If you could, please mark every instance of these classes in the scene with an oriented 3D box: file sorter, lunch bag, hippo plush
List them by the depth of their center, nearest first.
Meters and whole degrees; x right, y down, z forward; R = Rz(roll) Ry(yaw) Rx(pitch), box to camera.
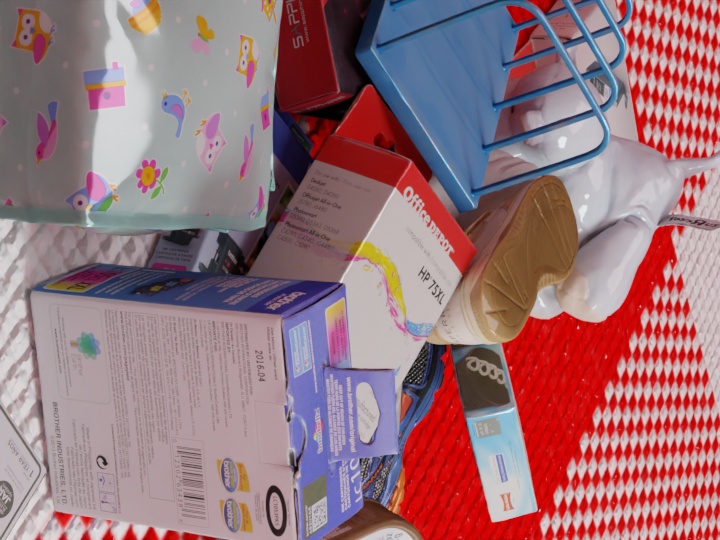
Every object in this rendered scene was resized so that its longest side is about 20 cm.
[{"bbox_3d":[-0.117,-0.104,1.196,0.200,0.122,0.171,-1,95,-54],"label":"lunch bag"},{"bbox_3d":[0.098,-0.166,1.420,0.139,0.122,0.200,54,33,-30],"label":"file sorter"},{"bbox_3d":[0.150,-0.066,1.611,0.161,0.199,0.160,47,49,-35],"label":"hippo plush"}]

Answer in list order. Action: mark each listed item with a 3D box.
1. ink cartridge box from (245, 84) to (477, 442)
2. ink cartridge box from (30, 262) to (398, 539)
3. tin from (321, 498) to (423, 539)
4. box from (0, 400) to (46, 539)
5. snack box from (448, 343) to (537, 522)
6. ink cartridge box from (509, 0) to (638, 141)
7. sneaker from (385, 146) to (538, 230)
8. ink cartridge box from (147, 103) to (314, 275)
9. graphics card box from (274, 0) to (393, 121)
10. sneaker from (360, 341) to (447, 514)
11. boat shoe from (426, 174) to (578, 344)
[{"bbox_3d":[0.000,0.000,1.352,0.200,0.067,0.116,-60,145,-14],"label":"ink cartridge box"},{"bbox_3d":[-0.077,0.074,1.209,0.076,0.199,0.137,-28,119,-55],"label":"ink cartridge box"},{"bbox_3d":[-0.035,0.218,1.412,0.200,0.042,0.112,-19,115,-40],"label":"tin"},{"bbox_3d":[-0.245,0.138,1.069,0.200,0.060,0.117,-63,144,-33],"label":"box"},{"bbox_3d":[0.083,0.062,1.538,0.116,0.037,0.200,74,4,-45],"label":"snack box"},{"bbox_3d":[0.169,-0.101,1.763,0.176,0.045,0.201,-50,135,-46],"label":"ink cartridge box"},{"bbox_3d":[0.036,-0.061,1.502,0.200,0.088,0.075,-2,120,-53],"label":"sneaker"},{"bbox_3d":[-0.072,-0.024,1.366,0.119,0.042,0.201,51,50,-51],"label":"ink cartridge box"},{"bbox_3d":[0.005,-0.159,1.434,0.200,0.051,0.126,6,71,-61],"label":"graphics card box"},{"bbox_3d":[0.003,0.090,1.480,0.078,0.075,0.201,30,67,-54],"label":"sneaker"},{"bbox_3d":[0.090,-0.008,1.471,0.200,0.069,0.074,-44,116,-58],"label":"boat shoe"}]
